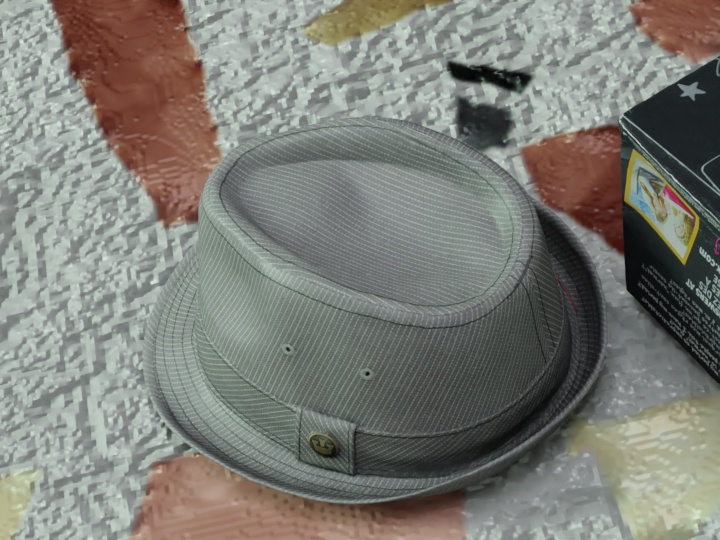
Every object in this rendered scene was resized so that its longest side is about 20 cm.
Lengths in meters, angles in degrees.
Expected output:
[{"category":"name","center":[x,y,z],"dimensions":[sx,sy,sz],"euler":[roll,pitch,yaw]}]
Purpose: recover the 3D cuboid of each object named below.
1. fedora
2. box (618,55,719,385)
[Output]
[{"category":"fedora","center":[0.000,0.000,0.918],"dimensions":[0.199,0.091,0.177],"euler":[23,57,26]},{"category":"box","center":[0.219,-0.032,0.894],"dimensions":[0.199,0.115,0.132],"euler":[-31,53,-14]}]
